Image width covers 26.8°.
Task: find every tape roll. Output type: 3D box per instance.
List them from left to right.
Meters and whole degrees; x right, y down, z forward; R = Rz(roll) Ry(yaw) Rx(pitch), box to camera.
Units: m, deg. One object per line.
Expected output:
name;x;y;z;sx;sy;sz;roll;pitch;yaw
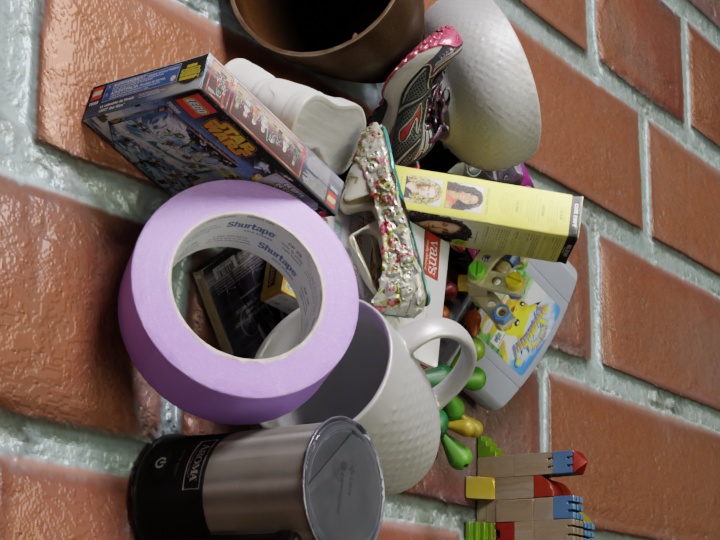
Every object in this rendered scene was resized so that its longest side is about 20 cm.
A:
tape roll;-0.104;0.026;1.289;0.198;0.066;0.202;8;63;-16

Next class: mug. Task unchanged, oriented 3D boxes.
mug;0.020;0.117;1.407;0.176;0.199;0.148;51;5;-48

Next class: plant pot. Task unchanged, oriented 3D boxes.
plant pot;-0.010;-0.268;1.519;0.200;0.185;0.189;36;52;-66

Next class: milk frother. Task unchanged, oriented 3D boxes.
milk frother;-0.067;0.233;1.279;0.200;0.187;0.182;35;55;-47

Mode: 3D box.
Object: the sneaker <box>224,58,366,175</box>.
sneaker;-0.070;-0.154;1.450;0.074;0.115;0.200;-63;161;-1

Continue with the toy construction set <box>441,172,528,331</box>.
toy construction set;0.101;-0.033;1.622;0.132;0.199;0.092;-59;172;-19

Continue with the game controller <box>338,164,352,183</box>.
game controller;-0.027;-0.035;1.517;0.104;0.042;0.202;13;63;-56

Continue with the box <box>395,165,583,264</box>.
box;0.123;-0.057;1.544;0.075;0.198;0.051;95;4;-69

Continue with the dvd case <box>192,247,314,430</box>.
dvd case;-0.083;0.065;1.449;0.149;0.016;0.202;-39;114;-54

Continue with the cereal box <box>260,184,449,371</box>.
cereal box;0.000;0.000;1.478;0.199;0.039;0.145;26;57;-31

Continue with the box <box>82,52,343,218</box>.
box;-0.125;-0.103;1.319;0.200;0.136;0.040;43;50;-43

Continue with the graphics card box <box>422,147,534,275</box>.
graphics card box;0.152;-0.059;1.760;0.125;0.051;0.201;-40;116;-24

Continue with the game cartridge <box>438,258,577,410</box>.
game cartridge;0.173;0.055;1.741;0.133;0.040;0.201;42;75;-44

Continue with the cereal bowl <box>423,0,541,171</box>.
cereal bowl;0.110;-0.195;1.621;0.083;0.200;0.202;-23;105;-14

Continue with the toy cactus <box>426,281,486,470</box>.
toy cactus;0.061;0.113;1.608;0.164;0.102;0.203;-1;86;-37

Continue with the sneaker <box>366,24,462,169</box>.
sneaker;0.061;-0.168;1.547;0.074;0.201;0.081;38;47;9

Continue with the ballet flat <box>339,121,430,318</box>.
ballet flat;0.015;-0.048;1.442;0.076;0.063;0.202;106;-28;-67

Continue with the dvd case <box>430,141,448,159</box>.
dvd case;0.137;-0.175;1.827;0.200;0.025;0.151;-52;125;-47

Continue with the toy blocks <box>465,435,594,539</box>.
toy blocks;0.202;0.286;1.711;0.100;0.136;0.202;23;64;-52
